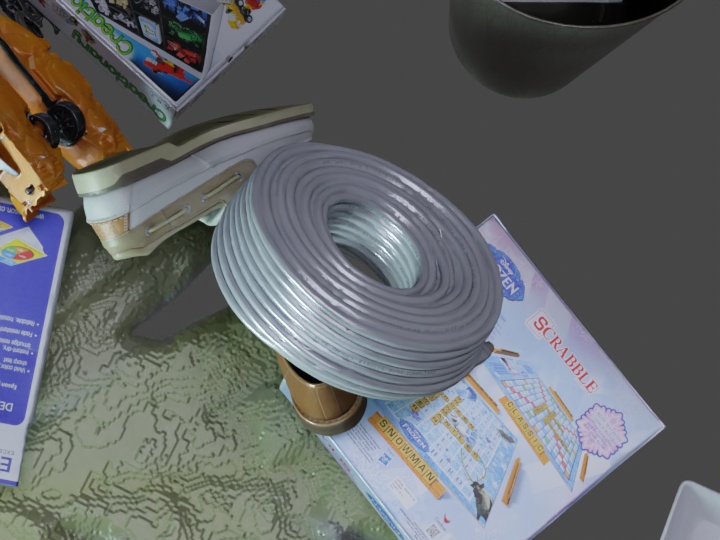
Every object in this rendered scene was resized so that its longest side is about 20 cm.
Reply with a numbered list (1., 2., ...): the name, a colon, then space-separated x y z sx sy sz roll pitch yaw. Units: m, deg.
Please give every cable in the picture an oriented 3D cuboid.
1. cable: 0.000 0.000 1.374 0.200 0.069 0.200 42 34 8

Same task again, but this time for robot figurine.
1. robot figurine: -0.260 -0.134 1.438 0.200 0.058 0.145 49 38 8

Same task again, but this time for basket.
1. basket: 0.133 -0.204 1.455 0.179 0.200 0.137 -1 78 -9

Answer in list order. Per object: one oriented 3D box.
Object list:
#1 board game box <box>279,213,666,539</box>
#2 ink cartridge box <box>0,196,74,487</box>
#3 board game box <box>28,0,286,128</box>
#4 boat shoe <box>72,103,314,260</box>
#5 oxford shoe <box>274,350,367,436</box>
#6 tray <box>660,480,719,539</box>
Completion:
1. board game box: 0.080 0.098 1.467 0.199 0.041 0.200 -37 85 -13
2. ink cartridge box: -0.314 0.037 1.424 0.197 0.047 0.201 12 79 -7
3. board game box: -0.168 -0.213 1.485 0.200 0.035 0.126 43 62 2
4. boat shoe: -0.111 -0.066 1.445 0.200 0.075 0.069 -23 102 -34
5. oxford shoe: -0.045 0.013 1.429 0.071 0.071 0.200 -23 58 -3
6. tray: 0.302 0.239 1.480 0.199 0.022 0.108 24 75 -2
